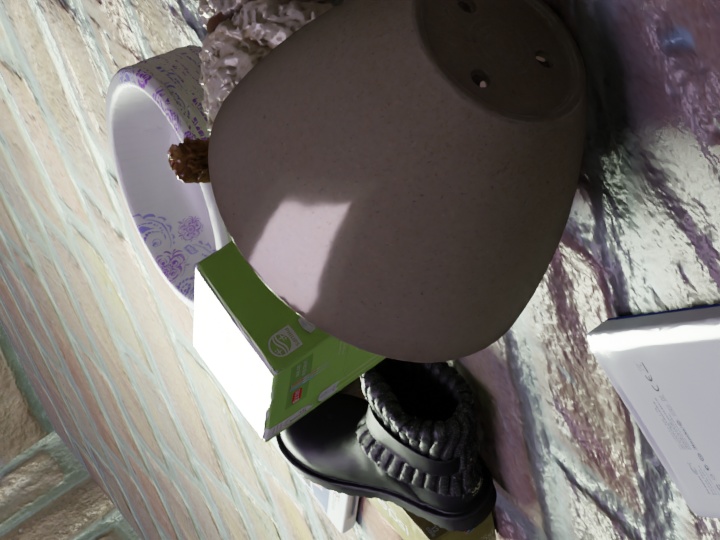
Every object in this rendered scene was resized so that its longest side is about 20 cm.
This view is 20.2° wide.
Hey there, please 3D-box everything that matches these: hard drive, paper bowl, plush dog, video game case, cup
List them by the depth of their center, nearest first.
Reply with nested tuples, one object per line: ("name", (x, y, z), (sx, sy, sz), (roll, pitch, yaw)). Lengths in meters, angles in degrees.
("cup", (0.039, -0.074, 1.058), (0.201, 0.200, 0.143), (53, 137, 12))
("hard drive", (0.203, 0.081, 1.118), (0.132, 0.025, 0.200), (58, 165, -5))
("plush dog", (-0.056, -0.147, 1.272), (0.200, 0.159, 0.173), (109, 149, -71))
("paper bowl", (-0.109, -0.076, 1.559), (0.201, 0.104, 0.202), (49, 152, 38))
("video game case", (-0.068, 0.168, 2.106), (0.200, 0.023, 0.182), (52, 164, 17))

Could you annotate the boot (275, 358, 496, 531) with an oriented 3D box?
("boot", (0.010, 0.115, 1.601), (0.210, 0.080, 0.158), (16, 150, 26))

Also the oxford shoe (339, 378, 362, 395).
("oxford shoe", (-0.038, 0.040, 1.666), (0.070, 0.075, 0.201), (42, 158, 48))

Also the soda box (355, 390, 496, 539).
("soda box", (0.031, 0.166, 1.733), (0.200, 0.064, 0.068), (45, 161, 34))

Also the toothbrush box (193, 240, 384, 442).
("toothbrush box", (0.000, 0.000, 1.244), (0.086, 0.199, 0.146), (53, 164, 14))
